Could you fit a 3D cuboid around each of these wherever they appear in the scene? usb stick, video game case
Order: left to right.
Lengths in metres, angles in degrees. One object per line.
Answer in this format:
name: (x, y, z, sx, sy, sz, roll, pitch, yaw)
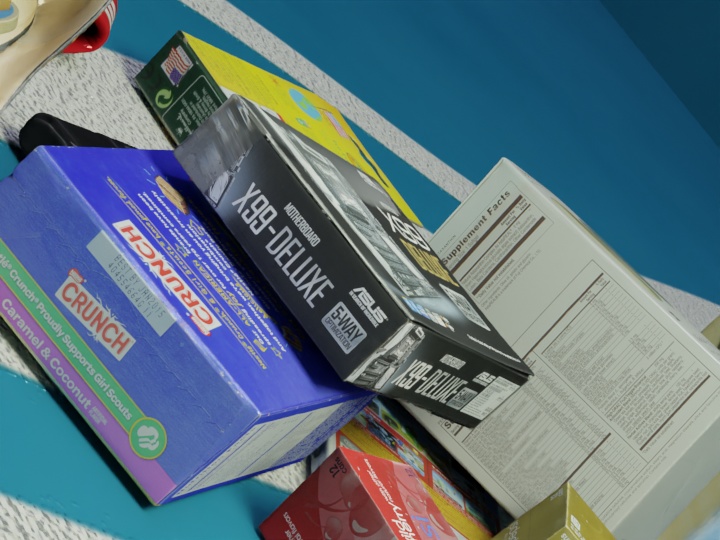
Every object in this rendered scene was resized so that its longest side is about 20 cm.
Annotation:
usb stick: (-0.122, -0.047, 1.302, 0.055, 0.033, 0.200, 47, 14, 30)
video game case: (0.028, 0.126, 1.283, 0.143, 0.017, 0.200, 41, 17, -16)

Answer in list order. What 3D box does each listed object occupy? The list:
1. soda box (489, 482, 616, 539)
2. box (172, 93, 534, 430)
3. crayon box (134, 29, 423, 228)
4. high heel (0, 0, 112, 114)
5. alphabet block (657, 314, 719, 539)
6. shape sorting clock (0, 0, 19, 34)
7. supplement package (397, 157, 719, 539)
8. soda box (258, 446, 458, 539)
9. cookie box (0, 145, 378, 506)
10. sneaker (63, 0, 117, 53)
soda box: (0.153, 0.220, 1.250, 0.200, 0.064, 0.068, 51, 15, -8)
box: (0.000, 0.000, 1.197, 0.158, 0.050, 0.200, 52, 10, 23)
crayon box: (-0.052, -0.077, 1.517, 0.200, 0.051, 0.127, 20, 30, -55)
high heel: (-0.168, -0.109, 1.145, 0.200, 0.142, 0.072, -123, -154, -48)
alphabet block: (0.317, 0.156, 1.628, 0.196, 0.195, 0.200, 40, 18, -24)
shape sorting clock: (-0.255, -0.140, 1.041, 0.198, 0.040, 0.200, 17, 14, -4)
supplement package: (0.124, 0.063, 1.371, 0.200, 0.151, 0.152, 44, 7, 18)
soda box: (0.034, 0.182, 1.077, 0.070, 0.063, 0.200, 20, 29, -53)
cookie box: (-0.091, 0.022, 1.131, 0.171, 0.075, 0.200, 50, 15, 11)
sneaker: (-0.220, -0.212, 1.378, 0.200, 0.078, 0.116, 37, 17, -26)
